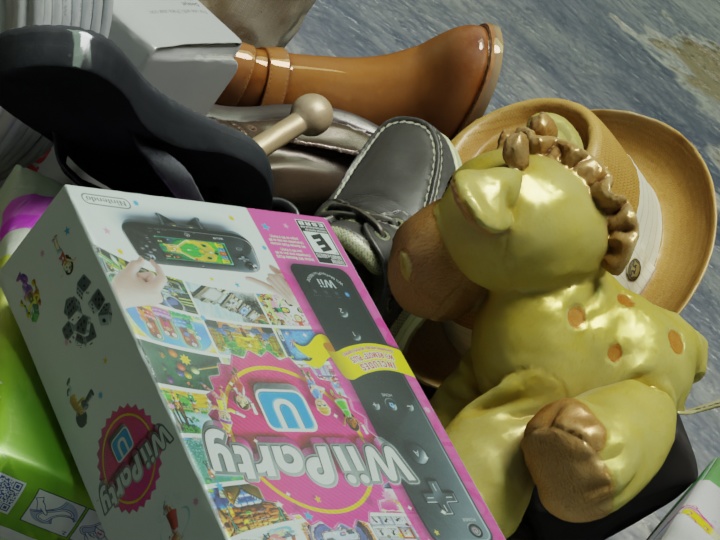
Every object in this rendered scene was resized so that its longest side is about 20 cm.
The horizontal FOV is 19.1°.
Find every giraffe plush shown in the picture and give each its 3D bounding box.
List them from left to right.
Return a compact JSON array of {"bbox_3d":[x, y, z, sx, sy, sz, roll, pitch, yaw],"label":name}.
[{"bbox_3d":[0.078,0.018,0.994,0.173,0.200,0.162,-115,180,-80],"label":"giraffe plush"}]

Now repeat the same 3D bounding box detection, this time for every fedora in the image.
[{"bbox_3d":[0.089,-0.027,1.132,0.082,0.200,0.201,57,4,-43],"label":"fedora"}]

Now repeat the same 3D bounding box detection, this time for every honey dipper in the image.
[{"bbox_3d":[-0.085,-0.039,1.055,0.200,0.038,0.038,-35,69,-33],"label":"honey dipper"}]

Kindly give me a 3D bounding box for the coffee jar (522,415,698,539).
[{"bbox_3d":[0.102,0.059,1.171,0.085,0.104,0.200,59,3,-43],"label":"coffee jar"}]

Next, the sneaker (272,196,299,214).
[{"bbox_3d":[-0.045,0.002,1.101,0.072,0.083,0.200,42,23,12],"label":"sneaker"}]

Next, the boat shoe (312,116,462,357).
[{"bbox_3d":[-0.001,0.000,1.054,0.072,0.201,0.066,9,-29,25],"label":"boat shoe"}]

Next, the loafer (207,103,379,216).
[{"bbox_3d":[-0.067,-0.047,1.163,0.199,0.073,0.071,7,42,-9],"label":"loafer"}]

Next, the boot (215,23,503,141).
[{"bbox_3d":[-0.029,-0.102,1.204,0.155,0.200,0.074,26,49,-28],"label":"boot"}]

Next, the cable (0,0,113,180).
[{"bbox_3d":[-0.210,-0.133,0.975,0.200,0.200,0.069,47,28,11],"label":"cable"}]

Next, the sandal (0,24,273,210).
[{"bbox_3d":[-0.104,-0.050,0.946,0.200,0.076,0.043,33,54,-59],"label":"sandal"}]

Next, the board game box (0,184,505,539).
[{"bbox_3d":[-0.039,0.066,0.838,0.147,0.064,0.200,5,47,-44],"label":"board game box"}]

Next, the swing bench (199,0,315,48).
[{"bbox_3d":[-0.111,-0.208,1.268,0.200,0.199,0.130,36,23,2],"label":"swing bench"}]

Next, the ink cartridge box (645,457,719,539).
[{"bbox_3d":[0.192,0.193,1.067,0.145,0.084,0.200,40,22,8],"label":"ink cartridge box"}]

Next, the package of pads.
[{"bbox_3d":[-0.097,0.061,0.910,0.154,0.068,0.200,26,33,-22],"label":"package of pads"}]

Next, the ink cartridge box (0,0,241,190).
[{"bbox_3d":[-0.178,-0.116,1.059,0.200,0.145,0.085,43,23,16],"label":"ink cartridge box"}]
